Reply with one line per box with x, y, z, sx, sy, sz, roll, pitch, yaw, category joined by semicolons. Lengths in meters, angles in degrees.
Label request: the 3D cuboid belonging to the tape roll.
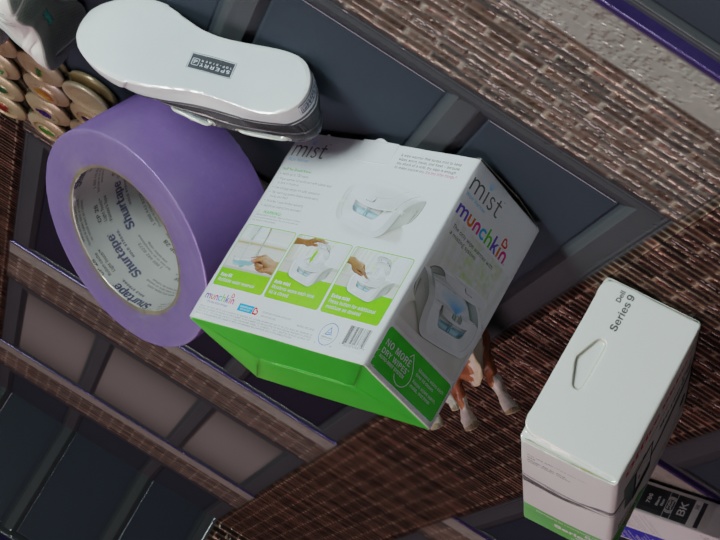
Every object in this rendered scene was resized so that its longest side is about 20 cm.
-0.168;-0.043;1.486;0.199;0.085;0.202;30;137;32;tape roll

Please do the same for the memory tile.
-0.286;-0.157;1.624;0.152;0.017;0.200;30;162;2;memory tile

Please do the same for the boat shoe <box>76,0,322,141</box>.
-0.117;-0.142;1.311;0.198;0.072;0.068;17;157;19;boat shoe

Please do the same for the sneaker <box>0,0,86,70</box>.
-0.265;-0.218;1.337;0.080;0.071;0.201;31;163;9;sneaker

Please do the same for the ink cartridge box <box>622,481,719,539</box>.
0.292;0.241;1.722;0.199;0.039;0.100;14;156;39;ink cartridge box

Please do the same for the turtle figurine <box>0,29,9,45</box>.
-0.384;-0.212;1.435;0.194;0.199;0.145;46;-169;-51;turtle figurine

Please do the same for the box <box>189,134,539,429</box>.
0.000;0.000;1.314;0.199;0.178;0.097;11;154;46;box

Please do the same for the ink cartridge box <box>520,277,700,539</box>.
0.190;0.118;1.372;0.083;0.147;0.200;26;162;16;ink cartridge box

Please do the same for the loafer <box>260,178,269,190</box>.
-0.045;-0.010;1.549;0.199;0.063;0.072;32;162;-4;loafer

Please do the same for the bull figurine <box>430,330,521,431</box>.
0.077;0.076;1.554;0.123;0.065;0.200;67;163;-6;bull figurine
